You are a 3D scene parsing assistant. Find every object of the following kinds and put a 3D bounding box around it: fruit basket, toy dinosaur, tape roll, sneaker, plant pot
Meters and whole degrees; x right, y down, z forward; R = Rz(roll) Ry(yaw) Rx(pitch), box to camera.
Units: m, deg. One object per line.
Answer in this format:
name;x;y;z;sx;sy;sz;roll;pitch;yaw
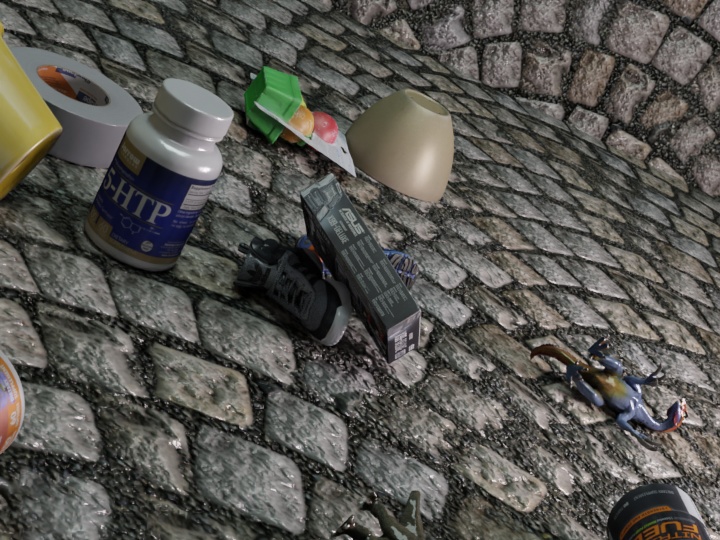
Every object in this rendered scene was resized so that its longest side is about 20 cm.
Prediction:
fruit basket;-0.098;-0.234;2.345;0.200;0.094;0.186;39;16;-23
toy dinosaur;0.023;0.265;1.330;0.102;0.077;0.200;44;17;7
toy dinosaur;0.365;0.161;2.006;0.181;0.105;0.200;40;-3;-37
tape roll;-0.388;-0.215;1.900;0.199;0.067;0.201;26;19;-10
sneaker;-0.088;0.022;1.735;0.113;0.076;0.200;18;17;-27
plant pot;0.082;-0.229;2.472;0.199;0.135;0.201;25;21;-10
sneaker;-0.004;-0.014;1.934;0.199;0.076;0.078;16;20;-36
plant pot;-0.437;-0.176;1.583;0.189;0.201;0.201;44;19;-5

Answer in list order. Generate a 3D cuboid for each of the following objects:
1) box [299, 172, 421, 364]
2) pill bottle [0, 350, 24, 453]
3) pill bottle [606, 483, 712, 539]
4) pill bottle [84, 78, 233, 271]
box;0.000;0.000;1.736;0.201;0.049;0.158;57;-9;16
pill bottle;-0.341;0.126;1.080;0.112;0.113;0.200;30;20;4
pill bottle;0.333;0.322;1.536;0.105;0.107;0.200;23;21;-15
pill bottle;-0.228;-0.113;1.674;0.119;0.201;0.120;25;20;-10
